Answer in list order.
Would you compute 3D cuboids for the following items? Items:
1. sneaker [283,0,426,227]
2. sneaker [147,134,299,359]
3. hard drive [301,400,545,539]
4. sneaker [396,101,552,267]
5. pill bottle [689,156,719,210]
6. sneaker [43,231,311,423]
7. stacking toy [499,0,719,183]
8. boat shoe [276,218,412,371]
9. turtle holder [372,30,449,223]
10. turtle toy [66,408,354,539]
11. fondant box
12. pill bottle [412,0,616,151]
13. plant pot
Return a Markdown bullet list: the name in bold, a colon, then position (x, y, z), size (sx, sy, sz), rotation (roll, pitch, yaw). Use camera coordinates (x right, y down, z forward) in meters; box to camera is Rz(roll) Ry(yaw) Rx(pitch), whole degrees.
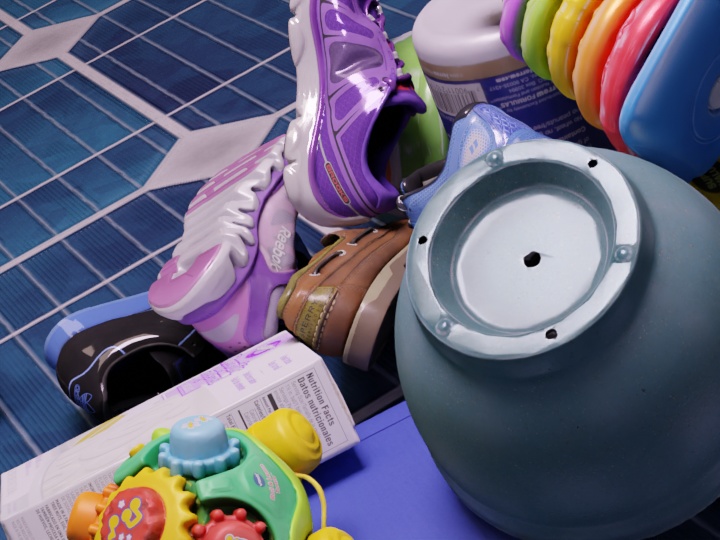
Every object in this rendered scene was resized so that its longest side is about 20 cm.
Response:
- **sneaker**: position (0.004, -0.126, 1.279), size (0.083, 0.202, 0.081), rotation (-3, -10, 25)
- **sneaker**: position (-0.069, -0.011, 1.311), size (0.080, 0.089, 0.201), rotation (-31, 22, 32)
- **hard drive**: position (0.015, 0.143, 1.087), size (0.131, 0.025, 0.200), rotation (-27, 26, -7)
- **sneaker**: position (0.068, -0.021, 1.181), size (0.078, 0.201, 0.089), rotation (-26, 58, -33)
- **pill bottle**: position (0.216, -0.021, 1.134), size (0.199, 0.115, 0.114), rotation (-31, 27, -15)
- **sneaker**: position (-0.110, 0.040, 1.349), size (0.199, 0.070, 0.078), rotation (-27, 47, -19)
- **stacking toy**: position (0.118, -0.139, 1.087), size (0.200, 0.116, 0.110), rotation (33, 97, 31)
- **boat shoe**: position (0.000, 0.000, 1.257), size (0.068, 0.072, 0.200), rotation (21, 15, 6)
- **turtle holder**: position (0.044, -0.103, 1.384), size (0.131, 0.142, 0.186), rotation (-5, 27, 23)
- **turtle toy**: position (-0.079, 0.157, 1.002), size (0.145, 0.101, 0.201), rotation (-37, 51, 18)
- **fondant box**: position (-0.110, 0.110, 1.171), size (0.199, 0.059, 0.144), rotation (-26, 8, -7)
- **pill bottle**: position (0.114, -0.079, 1.227), size (0.115, 0.201, 0.116), rotation (-17, 28, 10)
- **plant pot**: position (0.099, 0.018, 0.990), size (0.199, 0.134, 0.202), rotation (-12, 57, 19)
